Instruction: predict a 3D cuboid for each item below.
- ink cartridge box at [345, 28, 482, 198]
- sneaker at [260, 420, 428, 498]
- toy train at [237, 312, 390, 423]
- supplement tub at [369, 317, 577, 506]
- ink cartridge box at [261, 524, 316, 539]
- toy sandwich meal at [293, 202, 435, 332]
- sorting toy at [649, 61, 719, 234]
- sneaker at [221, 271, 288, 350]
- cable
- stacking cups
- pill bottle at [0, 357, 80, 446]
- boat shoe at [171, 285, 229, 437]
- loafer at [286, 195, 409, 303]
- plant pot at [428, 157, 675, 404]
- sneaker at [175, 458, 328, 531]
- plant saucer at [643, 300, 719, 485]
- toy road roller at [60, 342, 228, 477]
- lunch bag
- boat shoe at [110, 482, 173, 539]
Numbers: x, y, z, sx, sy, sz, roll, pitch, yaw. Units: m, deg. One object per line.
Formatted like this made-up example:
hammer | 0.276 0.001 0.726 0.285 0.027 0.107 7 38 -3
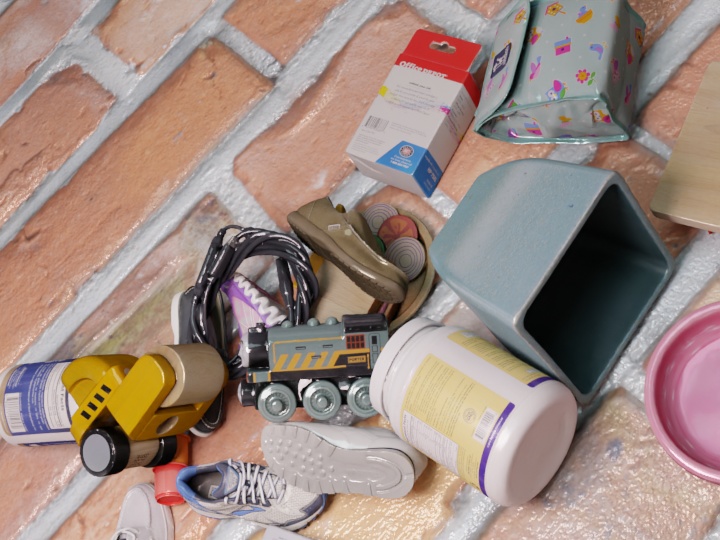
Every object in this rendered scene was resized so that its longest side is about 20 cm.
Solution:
ink cartridge box | 0.081 -0.209 1.546 0.115 0.067 0.202 22 76 33
sneaker | -0.020 0.211 1.360 0.197 0.080 0.078 11 113 18
toy train | -0.047 0.111 1.372 0.197 0.085 0.116 -3 97 -1
supplement tub | 0.121 0.150 1.289 0.199 0.145 0.146 30 80 35
ink cartridge box | -0.069 0.405 1.310 0.161 0.057 0.202 12 66 29
toy sandwich meal | 0.000 0.000 1.475 0.202 0.070 0.208 -12 60 21
sorting toy | 0.454 -0.115 1.306 0.198 0.070 0.201 17 74 32
sneaker | -0.128 0.080 1.499 0.089 0.080 0.200 -50 55 5
cable | -0.137 0.048 1.446 0.161 0.051 0.203 18 84 20
stacking cups | -0.240 0.199 1.506 0.060 0.060 0.203 -16 62 19
pill bottle | -0.377 0.172 1.552 0.197 0.111 0.113 -7 61 24
boat shoe | -0.201 0.110 1.506 0.060 0.075 0.203 -24 66 29
loafer | -0.009 -0.033 1.416 0.199 0.076 0.068 37 79 32
plant pot | 0.195 -0.008 1.316 0.199 0.196 0.197 27 78 46
sneaker | -0.135 0.263 1.396 0.197 0.085 0.078 -5 62 24
plant saucer | 0.397 0.130 1.218 0.198 0.051 0.203 -12 59 20
toy road roller | -0.270 0.140 1.400 0.200 0.122 0.146 -49 67 20
lunch bag | 0.237 -0.250 1.458 0.198 0.122 0.173 0 66 36
boat shoe | -0.276 0.349 1.432 0.071 0.069 0.203 -13 57 20
